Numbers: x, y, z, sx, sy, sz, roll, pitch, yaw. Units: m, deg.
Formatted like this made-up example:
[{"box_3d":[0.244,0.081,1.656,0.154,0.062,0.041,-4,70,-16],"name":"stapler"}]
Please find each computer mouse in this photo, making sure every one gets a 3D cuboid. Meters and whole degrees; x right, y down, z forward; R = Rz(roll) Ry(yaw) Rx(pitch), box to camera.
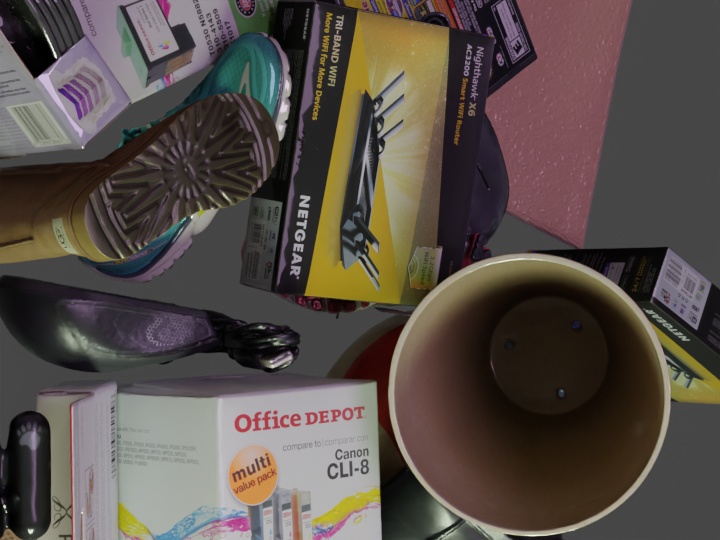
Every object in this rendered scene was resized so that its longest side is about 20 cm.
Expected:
[{"box_3d":[0.069,-0.087,1.451,0.139,0.053,0.200,-50,133,-27],"name":"computer mouse"},{"box_3d":[-0.152,0.045,1.239,0.199,0.138,0.053,11,89,-31],"name":"computer mouse"}]

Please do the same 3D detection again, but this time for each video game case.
[{"box_3d":[0.047,-0.216,1.478,0.181,0.025,0.201,-39,115,-35],"name":"video game case"}]

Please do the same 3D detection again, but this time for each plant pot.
[{"box_3d":[0.125,0.073,1.316,0.200,0.186,0.188,-30,115,-79],"name":"plant pot"}]

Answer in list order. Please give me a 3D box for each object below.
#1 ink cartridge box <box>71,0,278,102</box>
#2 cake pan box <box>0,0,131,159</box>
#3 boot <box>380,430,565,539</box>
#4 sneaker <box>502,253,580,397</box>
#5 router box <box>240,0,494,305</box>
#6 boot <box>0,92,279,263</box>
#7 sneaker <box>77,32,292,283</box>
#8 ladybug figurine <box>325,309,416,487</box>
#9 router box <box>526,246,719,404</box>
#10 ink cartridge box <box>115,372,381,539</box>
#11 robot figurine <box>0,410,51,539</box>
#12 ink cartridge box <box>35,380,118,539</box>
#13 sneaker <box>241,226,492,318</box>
[{"box_3d":[-0.165,-0.192,1.252,0.200,0.084,0.145,-32,111,-37],"name":"ink cartridge box"},{"box_3d":[-0.246,-0.153,1.107,0.052,0.200,0.185,-48,116,-28],"name":"cake pan box"},{"box_3d":[0.062,0.231,1.376,0.200,0.168,0.076,48,28,-9],"name":"boot"},{"box_3d":[0.158,0.059,1.483,0.075,0.084,0.200,-49,148,-8],"name":"sneaker"},{"box_3d":[0.006,-0.079,1.309,0.157,0.052,0.201,5,94,-35],"name":"router box"},{"box_3d":[-0.174,-0.056,1.169,0.175,0.199,0.066,-30,109,-40],"name":"boot"},{"box_3d":[-0.120,-0.076,1.245,0.200,0.077,0.080,-52,143,7],"name":"sneaker"},{"box_3d":[0.043,0.106,1.441,0.200,0.072,0.136,-42,116,-33],"name":"ladybug figurine"},{"box_3d":[0.249,0.049,1.565,0.200,0.157,0.052,35,68,-35],"name":"router box"},{"box_3d":[-0.082,0.174,1.283,0.145,0.144,0.201,-3,91,-41],"name":"ink cartridge box"},{"box_3d":[-0.280,0.124,1.127,0.125,0.150,0.201,-5,93,-58],"name":"robot figurine"},{"box_3d":[-0.186,0.176,1.186,0.043,0.174,0.201,-1,90,2],"name":"ink cartridge box"},{"box_3d":[0.000,0.000,1.409,0.199,0.075,0.081,7,80,-28],"name":"sneaker"}]
